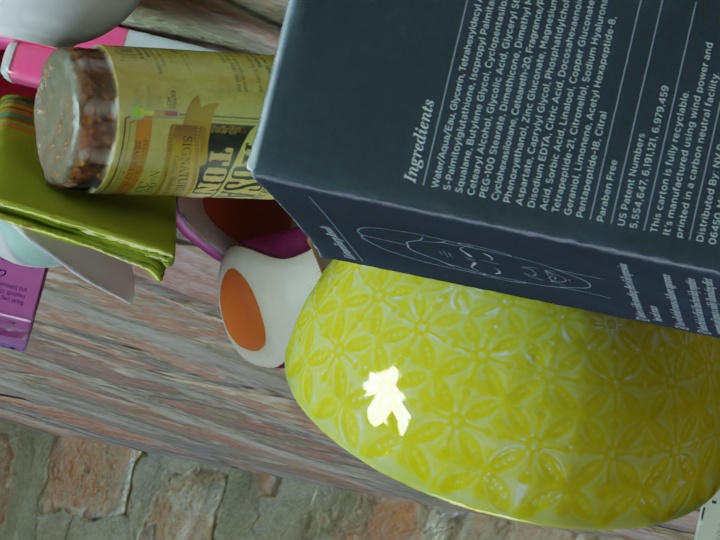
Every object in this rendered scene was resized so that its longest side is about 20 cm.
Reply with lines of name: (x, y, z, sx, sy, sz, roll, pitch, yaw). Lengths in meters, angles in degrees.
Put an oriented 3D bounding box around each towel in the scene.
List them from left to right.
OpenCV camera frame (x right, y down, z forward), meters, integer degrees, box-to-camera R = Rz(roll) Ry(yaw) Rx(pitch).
towel: (-0.124, -0.040, 1.216, 0.086, 0.018, 0.200, 16, -166, -9)

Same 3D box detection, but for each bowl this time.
bowl: (0.075, 0.013, 1.167, 0.200, 0.108, 0.200, 12, -155, -6)

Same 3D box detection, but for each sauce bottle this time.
sauce bottle: (-0.039, -0.062, 1.187, 0.200, 0.066, 0.066, 0, 177, -23)

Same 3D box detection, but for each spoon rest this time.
spoon rest: (-0.154, -0.127, 1.123, 0.099, 0.061, 0.200, 13, -175, 13)

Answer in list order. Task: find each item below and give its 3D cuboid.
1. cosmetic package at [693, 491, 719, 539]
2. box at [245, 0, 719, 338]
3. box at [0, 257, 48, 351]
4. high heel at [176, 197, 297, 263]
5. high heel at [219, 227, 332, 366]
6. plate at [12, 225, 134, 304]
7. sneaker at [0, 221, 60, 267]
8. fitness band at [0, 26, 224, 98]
cosmetic package: (0.353, 0.270, 2.631, 0.073, 0.104, 0.200, 12, 172, 9)
box: (0.077, -0.049, 1.033, 0.200, 0.107, 0.148, 11, 171, 11)
box: (-0.294, -0.021, 1.828, 0.176, 0.097, 0.200, 15, 172, -7)
high heel: (-0.062, -0.025, 1.494, 0.096, 0.067, 0.200, 3, 172, 37)
high heel: (0.000, 0.000, 1.355, 0.096, 0.067, 0.200, -17, 179, -26)
plate: (-0.197, -0.071, 1.359, 0.200, 0.032, 0.200, 42, 179, 14)
sneaker: (-0.155, -0.032, 1.596, 0.118, 0.074, 0.200, 18, 170, 15)
fitness band: (-0.103, -0.080, 1.332, 0.200, 0.037, 0.144, 15, 170, 12)
